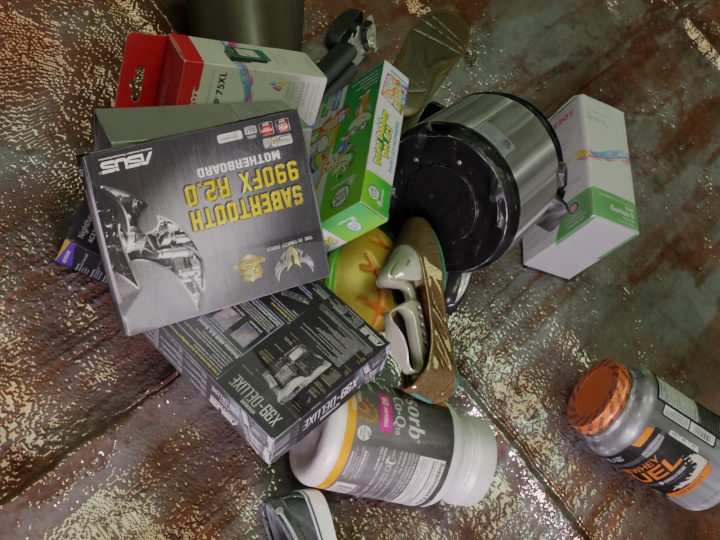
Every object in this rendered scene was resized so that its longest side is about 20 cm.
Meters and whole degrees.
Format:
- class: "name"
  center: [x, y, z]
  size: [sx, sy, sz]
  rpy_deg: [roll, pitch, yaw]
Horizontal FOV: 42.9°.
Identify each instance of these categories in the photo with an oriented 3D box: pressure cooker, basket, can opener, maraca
- class: "pressure cooker"
  center: [0.137, -0.107, 1.044]
  size: [0.200, 0.177, 0.178]
  rpy_deg: [-38, 117, -48]
- class: "basket"
  center: [-0.133, -0.273, 1.088]
  size: [0.180, 0.135, 0.202]
  rpy_deg: [21, 57, -51]
- class: "can opener"
  center: [-0.033, -0.275, 1.210]
  size: [0.066, 0.053, 0.201]
  rpy_deg: [15, 48, 19]
- class: "maraca"
  center: [0.000, 0.000, 1.032]
  size: [0.106, 0.138, 0.201]
  rpy_deg: [4, 40, 20]

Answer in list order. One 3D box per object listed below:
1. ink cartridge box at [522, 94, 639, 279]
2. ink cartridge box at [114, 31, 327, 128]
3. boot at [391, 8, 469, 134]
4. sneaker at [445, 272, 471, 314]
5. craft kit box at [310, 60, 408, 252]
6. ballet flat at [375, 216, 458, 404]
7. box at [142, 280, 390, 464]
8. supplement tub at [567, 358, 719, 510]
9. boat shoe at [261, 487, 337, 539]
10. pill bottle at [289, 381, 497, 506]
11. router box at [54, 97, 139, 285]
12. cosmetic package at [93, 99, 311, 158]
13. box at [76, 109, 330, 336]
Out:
- class: "ink cartridge box"
  center: [0.291, -0.113, 1.247]
  size: [0.087, 0.145, 0.202]
  rpy_deg: [15, 57, -24]
- class: "ink cartridge box"
  center: [-0.147, -0.173, 0.954]
  size: [0.198, 0.117, 0.067]
  rpy_deg: [0, 36, -30]
- class: "boot"
  center: [0.057, -0.226, 1.161]
  size: [0.072, 0.155, 0.201]
  rpy_deg: [33, 58, -3]
- class: "sneaker"
  center: [0.095, -0.035, 1.144]
  size: [0.079, 0.074, 0.202]
  rpy_deg: [11, 53, -13]
- class: "craft kit box"
  center: [-0.039, -0.106, 1.008]
  size: [0.048, 0.199, 0.199]
  rpy_deg: [30, 51, -33]
- class: "ballet flat"
  center: [0.052, 0.036, 0.942]
  size: [0.072, 0.068, 0.202]
  rpy_deg: [6, 71, -39]
- class: "box"
  center: [-0.094, 0.061, 0.874]
  size: [0.200, 0.050, 0.157]
  rpy_deg: [41, 55, 18]
- class: "supplement tub"
  center: [0.363, 0.200, 1.136]
  size: [0.199, 0.123, 0.123]
  rpy_deg: [32, 52, -12]
- class: "boat shoe"
  center: [-0.046, 0.306, 0.861]
  size: [0.067, 0.072, 0.202]
  rpy_deg: [-3, 64, -34]
- class: "pill bottle"
  center: [0.035, 0.180, 0.950]
  size: [0.198, 0.116, 0.118]
  rpy_deg: [16, 57, -23]
- class: "router box"
  center: [-0.210, -0.066, 0.977]
  size: [0.156, 0.052, 0.202]
  rpy_deg: [25, 54, -17]
- class: "cosmetic package"
  center: [-0.155, -0.101, 0.897]
  size: [0.198, 0.108, 0.090]
  rpy_deg: [-11, 35, -26]
- class: "box"
  center: [-0.137, -0.047, 0.824]
  size: [0.198, 0.048, 0.160]
  rpy_deg: [-16, 102, -23]
